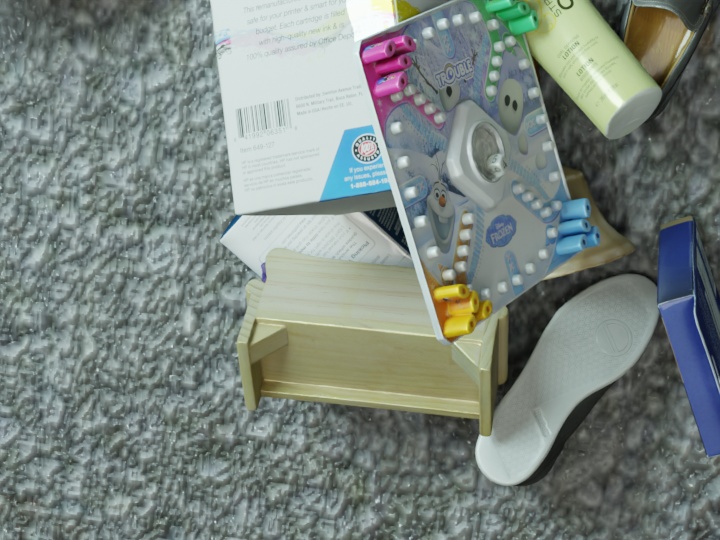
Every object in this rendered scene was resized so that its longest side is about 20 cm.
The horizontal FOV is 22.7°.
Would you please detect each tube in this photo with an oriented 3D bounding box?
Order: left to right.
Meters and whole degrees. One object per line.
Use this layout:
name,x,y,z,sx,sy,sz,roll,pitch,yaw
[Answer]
tube,0.134,-0.180,1.277,0.058,0.052,0.201,-28,65,-17

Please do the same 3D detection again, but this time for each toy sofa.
toy sofa,0.011,0.053,1.342,0.198,0.098,0.083,5,138,9

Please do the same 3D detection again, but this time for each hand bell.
hand bell,0.130,-0.099,1.336,0.103,0.104,0.202,-15,94,14

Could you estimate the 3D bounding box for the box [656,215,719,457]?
box,0.245,0.050,1.296,0.032,0.200,0.122,-17,106,14

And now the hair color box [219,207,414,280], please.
hair color box,0.000,0.000,1.390,0.200,0.061,0.100,42,113,-7

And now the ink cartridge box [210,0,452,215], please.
ink cartridge box,-0.003,-0.146,1.245,0.146,0.144,0.202,-7,88,29

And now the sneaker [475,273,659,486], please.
sneaker,0.157,0.088,1.400,0.071,0.099,0.200,38,80,9

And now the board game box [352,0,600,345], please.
board game box,0.084,-0.078,1.191,0.026,0.199,0.202,-9,104,37

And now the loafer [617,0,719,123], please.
loafer,0.224,-0.193,1.279,0.072,0.072,0.202,16,111,4
